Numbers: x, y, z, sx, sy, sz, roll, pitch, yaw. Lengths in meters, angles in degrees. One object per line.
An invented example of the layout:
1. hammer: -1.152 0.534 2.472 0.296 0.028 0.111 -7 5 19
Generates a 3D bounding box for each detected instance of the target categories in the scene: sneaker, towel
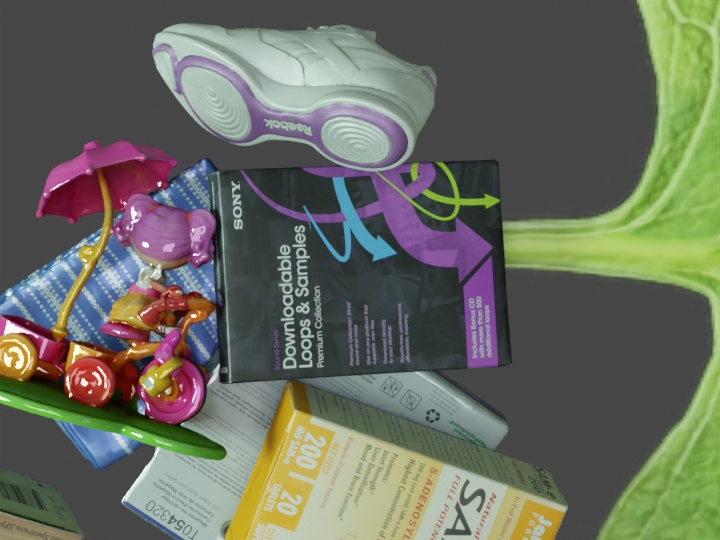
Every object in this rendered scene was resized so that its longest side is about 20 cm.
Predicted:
1. sneaker: -0.043 -0.128 1.419 0.200 0.100 0.075 19 136 15
2. towel: -0.146 0.032 1.463 0.200 0.024 0.145 -35 99 6

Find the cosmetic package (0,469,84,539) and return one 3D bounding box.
1. cosmetic package: -0.284 0.239 1.454 0.103 0.087 0.200 20 101 -28

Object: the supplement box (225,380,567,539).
1. supplement box: 0.023 0.171 1.421 0.200 0.074 0.126 19 101 -10

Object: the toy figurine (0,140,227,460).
1. toy figurine: -0.157 0.009 1.380 0.200 0.150 0.184 17 91 14

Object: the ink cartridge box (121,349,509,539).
1. ink cartridge box: -0.032 0.129 1.464 0.196 0.043 0.200 35 98 -12

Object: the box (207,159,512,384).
1. box: 0.000 0.000 1.411 0.200 0.036 0.143 -4 87 -14
